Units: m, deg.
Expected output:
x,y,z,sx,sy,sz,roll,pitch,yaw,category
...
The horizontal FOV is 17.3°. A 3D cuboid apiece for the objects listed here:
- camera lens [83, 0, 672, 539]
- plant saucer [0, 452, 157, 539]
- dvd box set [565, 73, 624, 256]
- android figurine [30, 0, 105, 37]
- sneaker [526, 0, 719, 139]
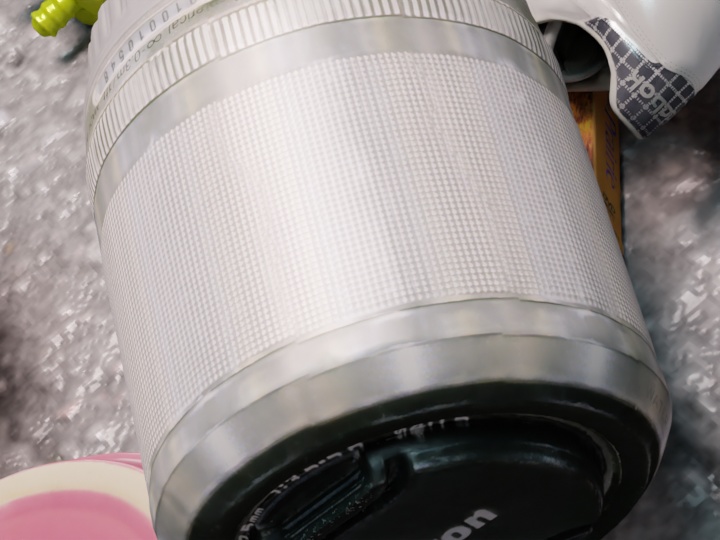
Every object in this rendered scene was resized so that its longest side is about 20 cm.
x,y,z,sx,sy,sz,roll,pitch,yaw,category
0.000,0.000,0.749,0.160,0.160,0.200,-23,58,12,camera lens
-0.106,0.139,0.795,0.200,0.051,0.201,-17,45,17,plant saucer
0.028,-0.068,0.914,0.146,0.029,0.200,-14,47,21,dvd box set
-0.082,-0.186,1.059,0.200,0.041,0.182,-43,50,2,android figurine
0.059,-0.115,0.866,0.200,0.076,0.081,33,91,48,sneaker
